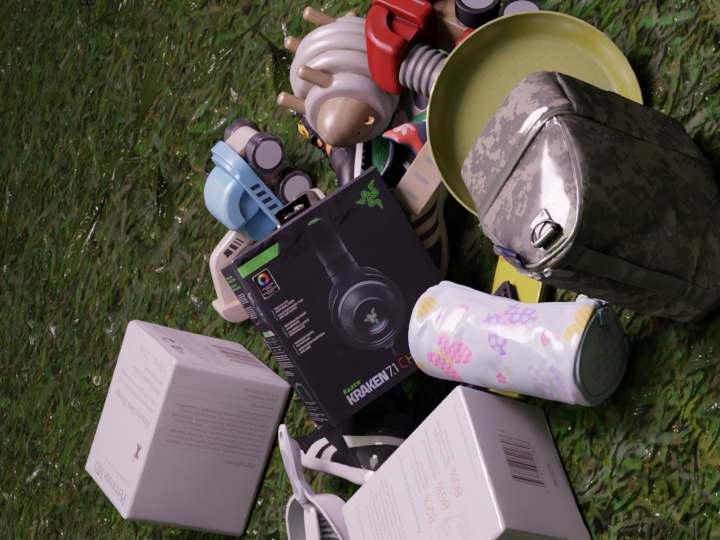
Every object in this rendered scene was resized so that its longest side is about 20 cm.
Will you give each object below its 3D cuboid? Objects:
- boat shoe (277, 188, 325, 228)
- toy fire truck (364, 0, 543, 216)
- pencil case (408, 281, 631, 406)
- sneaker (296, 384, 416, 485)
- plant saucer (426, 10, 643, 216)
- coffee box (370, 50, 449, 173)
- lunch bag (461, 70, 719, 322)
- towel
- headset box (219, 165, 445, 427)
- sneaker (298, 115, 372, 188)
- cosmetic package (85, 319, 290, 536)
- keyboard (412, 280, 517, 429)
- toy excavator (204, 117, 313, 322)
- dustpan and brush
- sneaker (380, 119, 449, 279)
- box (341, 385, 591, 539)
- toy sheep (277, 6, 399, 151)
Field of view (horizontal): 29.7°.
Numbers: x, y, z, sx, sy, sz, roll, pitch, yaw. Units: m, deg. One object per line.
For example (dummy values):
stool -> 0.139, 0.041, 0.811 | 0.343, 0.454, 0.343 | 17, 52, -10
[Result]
boat shoe -> -0.066, -0.056, 1.606 | 0.201, 0.059, 0.073 | -158, 61, -73
toy fire truck -> 0.070, -0.177, 1.331 | 0.175, 0.129, 0.201 | 27, 63, 20
pencil case -> 0.136, 0.062, 1.199 | 0.198, 0.083, 0.092 | 5, 112, 43
sneaker -> 0.000, 0.164, 1.429 | 0.199, 0.072, 0.114 | 3, 77, 60
plant saucer -> 0.160, -0.135, 1.246 | 0.031, 0.197, 0.203 | 18, -93, -80
coffee box -> 0.082, -0.172, 1.476 | 0.200, 0.044, 0.125 | -38, 47, 45
lunch bag -> 0.195, -0.048, 1.094 | 0.140, 0.198, 0.169 | -55, 35, 28
towel -> 0.154, 0.019, 1.306 | 0.086, 0.018, 0.203 | 6, 83, 64
headset box -> -0.018, 0.021, 1.327 | 0.202, 0.173, 0.093 | 58, 166, -3
sneaker -> -0.029, -0.152, 1.583 | 0.089, 0.070, 0.203 | -7, 59, 12
cosmetic package -> -0.214, 0.193, 1.669 | 0.167, 0.165, 0.203 | 27, 100, 58
keyboard -> 0.103, 0.116, 1.318 | 0.201, 0.020, 0.128 | -57, 32, 36
toy excavator -> -0.151, -0.061, 1.730 | 0.200, 0.195, 0.100 | -44, 33, -5
dustpan and brush -> -0.047, 0.255, 1.408 | 0.139, 0.057, 0.203 | -4, 95, 58
sneaker -> 0.044, -0.055, 1.412 | 0.075, 0.084, 0.203 | 17, 108, 50
box -> 0.089, 0.231, 1.225 | 0.200, 0.105, 0.154 | -50, 39, 34
toy sheep -> -0.017, -0.215, 1.488 | 0.138, 0.137, 0.202 | -37, 37, 45
